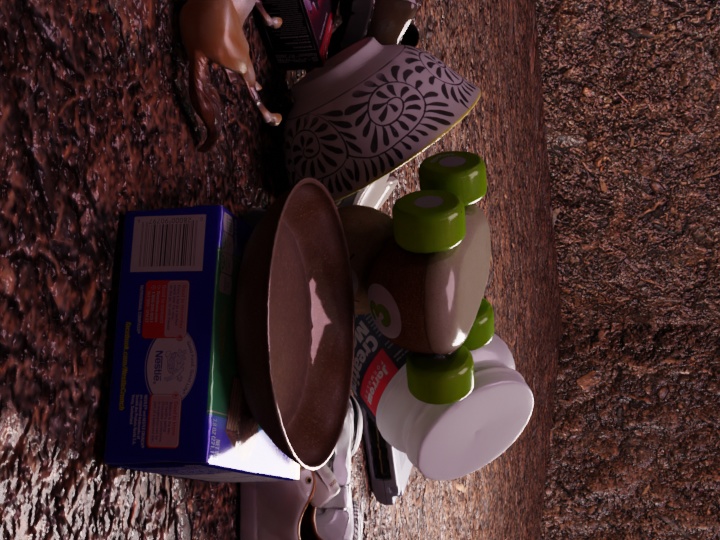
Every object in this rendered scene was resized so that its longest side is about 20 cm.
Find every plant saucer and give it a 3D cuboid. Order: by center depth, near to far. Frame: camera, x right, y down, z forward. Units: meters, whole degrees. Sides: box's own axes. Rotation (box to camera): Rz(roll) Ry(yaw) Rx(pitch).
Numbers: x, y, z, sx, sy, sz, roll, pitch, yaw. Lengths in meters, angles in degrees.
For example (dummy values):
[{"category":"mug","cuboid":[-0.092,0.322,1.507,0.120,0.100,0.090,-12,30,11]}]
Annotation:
[{"category":"plant saucer","cuboid":[-0.046,0.037,0.816,0.200,0.037,0.201,-1,90,-74]}]

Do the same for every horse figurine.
[{"category":"horse figurine","cuboid":[-0.095,-0.192,0.884,0.133,0.050,0.200,40,57,-55]}]

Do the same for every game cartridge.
[{"category":"game cartridge","cuboid":[0.035,0.162,1.413,0.133,0.040,0.200,-57,145,-57]}]

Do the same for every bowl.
[{"category":"bowl","cuboid":[-0.002,-0.147,1.059,0.094,0.201,0.201,56,26,-14]}]

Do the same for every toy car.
[{"category":"toy car","cuboid":[0.000,0.000,0.966,0.158,0.200,0.164,-57,146,-57]}]

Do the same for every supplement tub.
[{"category":"supplement tub","cuboid":[0.055,0.081,1.101,0.200,0.140,0.140,52,-13,39]}]

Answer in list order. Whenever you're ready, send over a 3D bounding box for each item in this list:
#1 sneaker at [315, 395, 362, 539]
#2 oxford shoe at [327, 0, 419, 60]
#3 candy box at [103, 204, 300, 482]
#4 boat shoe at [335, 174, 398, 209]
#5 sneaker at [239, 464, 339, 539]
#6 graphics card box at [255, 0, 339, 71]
[{"category":"sneaker","cuboid":[-0.043,0.175,1.054,0.115,0.075,0.200,69,21,-52]},{"category":"oxford shoe","cuboid":[0.012,-0.211,1.149,0.200,0.084,0.073,125,-34,-68]},{"category":"candy box","cuboid":[-0.099,0.061,0.833,0.200,0.077,0.169,43,48,-72]},{"category":"boat shoe","cuboid":[-0.005,-0.087,1.183,0.067,0.057,0.200,-57,176,6]},{"category":"sneaker","cuboid":[-0.057,0.148,0.979,0.073,0.085,0.200,-33,121,-70]},{"category":"graphics card box","cuboid":[-0.064,-0.285,1.010,0.200,0.051,0.126,70,25,-50]}]
